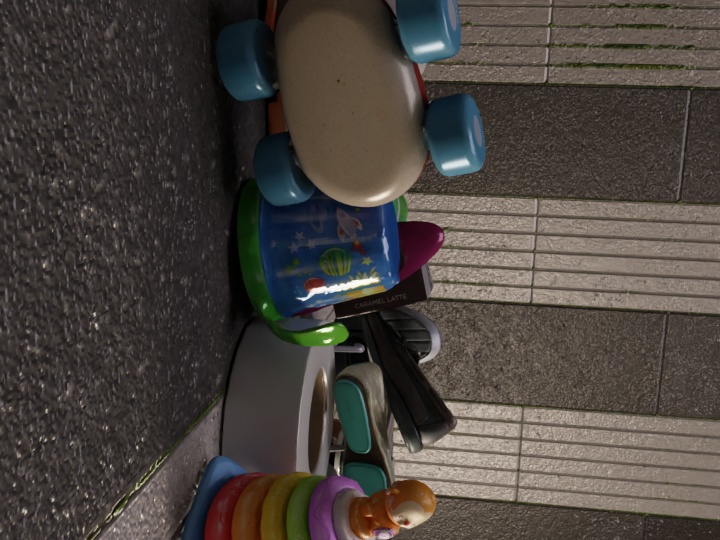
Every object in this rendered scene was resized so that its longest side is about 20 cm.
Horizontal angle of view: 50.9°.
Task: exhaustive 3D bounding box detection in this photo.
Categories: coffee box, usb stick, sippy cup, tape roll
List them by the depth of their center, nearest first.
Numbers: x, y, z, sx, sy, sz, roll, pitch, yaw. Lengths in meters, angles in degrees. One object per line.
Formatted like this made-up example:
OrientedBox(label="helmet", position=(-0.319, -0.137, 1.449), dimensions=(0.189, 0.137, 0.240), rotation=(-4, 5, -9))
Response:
OrientedBox(label="sippy cup", position=(-0.032, -0.025, 0.703), dimensions=(0.140, 0.129, 0.179), rotation=(-18, 102, -79))
OrientedBox(label="tape roll", position=(-0.074, 0.147, 0.749), dimensions=(0.202, 0.070, 0.204), rotation=(2, 90, -83))
OrientedBox(label="coffee box", position=(0.028, 0.003, 0.961), dimensions=(0.200, 0.114, 0.080), rotation=(-19, 96, -83))
OrientedBox(label="usb stick", position=(-0.028, 0.127, 1.017), dimensions=(0.200, 0.032, 0.056), rotation=(140, -60, -70))

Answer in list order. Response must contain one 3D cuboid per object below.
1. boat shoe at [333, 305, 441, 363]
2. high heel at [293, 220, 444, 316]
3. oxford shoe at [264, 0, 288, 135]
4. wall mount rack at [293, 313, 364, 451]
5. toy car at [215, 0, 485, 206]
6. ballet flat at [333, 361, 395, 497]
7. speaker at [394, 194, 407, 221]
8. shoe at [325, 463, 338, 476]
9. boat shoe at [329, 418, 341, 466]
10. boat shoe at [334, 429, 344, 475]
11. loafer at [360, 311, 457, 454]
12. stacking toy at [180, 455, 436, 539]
OrientedBox(label="boat shoe", position=(0.045, 0.075, 0.990), dimensions=(0.066, 0.199, 0.074), rotation=(-6, 98, -38))
OrientedBox(label="high heel", position=(0.000, 0.000, 0.810), dimensions=(0.096, 0.199, 0.068), rotation=(-79, 144, -85))
OrientedBox(label="oxford shoe", position=(-0.054, -0.208, 0.754), dimensions=(0.071, 0.072, 0.201), rotation=(-72, 164, -63))
OrientedBox(label="wall mount rack", position=(-0.056, 0.141, 0.929), dimensions=(0.174, 0.074, 0.202), rotation=(7, -87, 64))
OrientedBox(label="toy car", position=(0.012, -0.168, 0.650), dimensions=(0.200, 0.183, 0.178), rotation=(-60, 137, -57))
OrientedBox(label="ballet flat", position=(0.014, 0.198, 0.838), dimensions=(0.062, 0.067, 0.201), rotation=(-23, 112, -53))
OrientedBox(label="speaker", position=(0.018, -0.083, 1.017), dimensions=(0.200, 0.088, 0.089), rotation=(-19, 112, -82))
OrientedBox(label="shoe", position=(-0.046, 0.304, 0.785), dimensions=(0.201, 0.071, 0.091), rotation=(-86, 169, -53))
OrientedBox(label="boat shoe", position=(-0.047, 0.254, 1.021), dimensions=(0.200, 0.075, 0.072), rotation=(-75, 164, -67))
OrientedBox(label="boat shoe", position=(0.012, 0.266, 0.999), dimensions=(0.200, 0.061, 0.073), rotation=(71, 26, -51))
OrientedBox(label="loafer", position=(0.053, 0.121, 0.884), dimensions=(0.201, 0.063, 0.072), rotation=(-112, -177, -45))
OrientedBox(label="stacking toy", position=(-0.028, 0.191, 0.563), dimensions=(0.116, 0.199, 0.110), rotation=(47, 36, -30))
